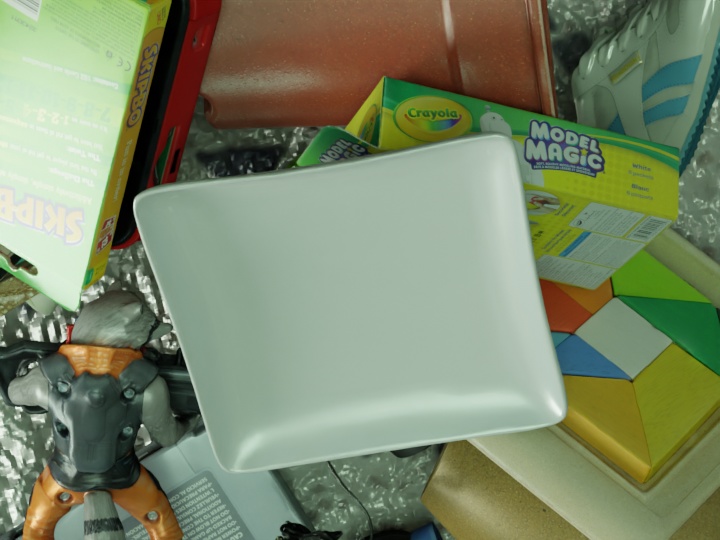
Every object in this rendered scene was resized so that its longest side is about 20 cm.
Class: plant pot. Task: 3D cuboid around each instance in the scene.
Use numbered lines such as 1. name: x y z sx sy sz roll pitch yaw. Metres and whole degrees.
1. plant pot: 0.003 -0.163 1.283 0.193 0.201 0.203 -6 104 6
2. plant pot: 0.142 0.141 1.376 0.199 0.186 0.188 26 101 3

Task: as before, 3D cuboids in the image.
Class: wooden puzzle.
1. wooden puzzle: 0.146 0.048 1.320 0.185 0.200 0.037 38 144 17

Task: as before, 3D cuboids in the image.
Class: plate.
1. plate: -0.001 0.015 1.228 0.198 0.032 0.201 -10 128 7

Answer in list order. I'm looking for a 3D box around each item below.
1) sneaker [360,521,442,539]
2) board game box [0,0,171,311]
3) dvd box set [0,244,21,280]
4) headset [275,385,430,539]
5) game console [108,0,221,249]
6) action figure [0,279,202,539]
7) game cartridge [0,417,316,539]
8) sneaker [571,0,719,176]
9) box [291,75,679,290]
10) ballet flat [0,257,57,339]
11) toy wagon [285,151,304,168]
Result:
1. sneaker: 0.036 0.257 1.445 0.077 0.070 0.202 -15 98 4
2. board game box: -0.164 -0.079 1.240 0.095 0.030 0.201 31 124 18
3. dvd box set: -0.310 -0.031 1.333 0.200 0.029 0.146 45 94 6
4. headset: -0.003 0.069 1.349 0.123 0.094 0.202 16 81 -24
5. game console: -0.166 -0.122 1.258 0.176 0.031 0.201 32 127 17
6. action figure: -0.124 0.103 1.345 0.198 0.105 0.195 -3 105 -2
7. game cartridge: -0.129 0.184 1.430 0.199 0.042 0.134 -31 108 4
8. sneaker: 0.167 -0.118 1.320 0.080 0.077 0.201 27 132 10
9. box: 0.060 -0.047 1.262 0.198 0.117 0.049 11 66 -16
10. ballet flat: -0.220 0.009 1.376 0.199 0.071 0.065 -31 131 7
11. toy wagon: 0.000 0.000 1.392 0.199 0.040 0.156 -35 104 4
